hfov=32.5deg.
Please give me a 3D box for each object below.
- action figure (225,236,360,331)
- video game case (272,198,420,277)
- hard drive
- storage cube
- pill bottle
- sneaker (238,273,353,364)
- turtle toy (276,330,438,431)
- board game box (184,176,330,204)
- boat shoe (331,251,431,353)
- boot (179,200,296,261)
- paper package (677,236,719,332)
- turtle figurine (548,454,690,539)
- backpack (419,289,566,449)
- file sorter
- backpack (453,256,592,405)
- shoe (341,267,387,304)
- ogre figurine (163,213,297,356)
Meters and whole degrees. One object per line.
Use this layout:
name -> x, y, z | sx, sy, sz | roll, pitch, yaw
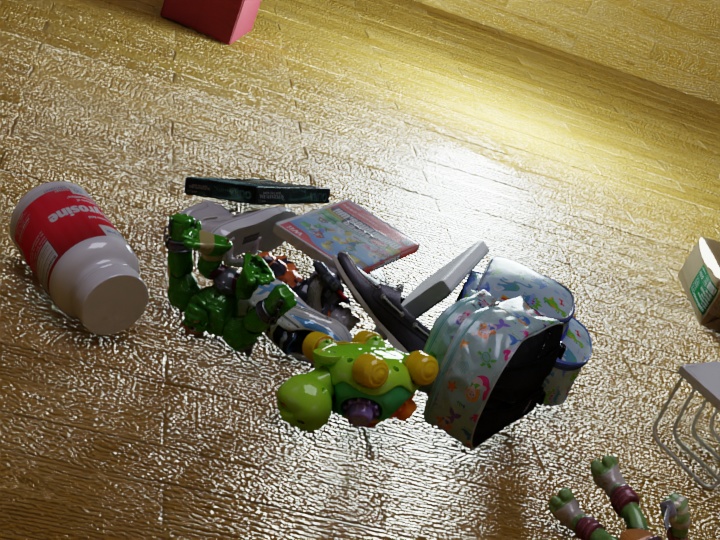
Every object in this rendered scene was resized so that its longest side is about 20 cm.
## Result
action figure -> -0.085, 0.029, 1.684 | 0.193, 0.105, 0.200 | 35, -3, 12
video game case -> -0.017, -0.047, 1.802 | 0.142, 0.018, 0.200 | 33, 28, 21
hard drive -> 0.105, 0.026, 1.767 | 0.027, 0.132, 0.200 | 53, 27, -1
storage cube -> -0.307, -0.613, 2.654 | 0.170, 0.181, 0.200 | 23, 25, 2
pill bottle -> -0.337, -0.014, 1.489 | 0.112, 0.113, 0.200 | 0, 33, -41
sneaker -> -0.101, 0.065, 1.584 | 0.199, 0.072, 0.072 | 28, 34, 20
turtle toy -> -0.011, 0.136, 1.471 | 0.199, 0.102, 0.145 | -1, 12, -36
board game box -> -0.154, -0.121, 1.878 | 0.134, 0.028, 0.199 | 9, 7, 30
boat shoe -> 0.038, 0.046, 1.656 | 0.200, 0.063, 0.073 | 51, 0, 4
boot -> -0.180, -0.073, 1.790 | 0.095, 0.074, 0.200 | 33, 24, 23
paper package -> 0.703, 0.042, 2.269 | 0.189, 0.104, 0.200 | 17, 25, -8
turtle figurine -> 0.286, 0.288, 1.370 | 0.199, 0.145, 0.194 | 11, 22, -31
backpack -> 0.154, 0.124, 1.546 | 0.150, 0.179, 0.200 | 28, 23, 17
file sorter -> 0.531, 0.218, 1.738 | 0.199, 0.125, 0.139 | 0, 33, -40
backpack -> 0.224, 0.086, 1.721 | 0.199, 0.148, 0.183 | 27, 27, 3
shoe -> 0.000, 0.000, 1.833 | 0.070, 0.053, 0.200 | 48, 21, -22
ogre figurine -> -0.173, 0.026, 1.540 | 0.199, 0.121, 0.098 | 23, 28, 6
